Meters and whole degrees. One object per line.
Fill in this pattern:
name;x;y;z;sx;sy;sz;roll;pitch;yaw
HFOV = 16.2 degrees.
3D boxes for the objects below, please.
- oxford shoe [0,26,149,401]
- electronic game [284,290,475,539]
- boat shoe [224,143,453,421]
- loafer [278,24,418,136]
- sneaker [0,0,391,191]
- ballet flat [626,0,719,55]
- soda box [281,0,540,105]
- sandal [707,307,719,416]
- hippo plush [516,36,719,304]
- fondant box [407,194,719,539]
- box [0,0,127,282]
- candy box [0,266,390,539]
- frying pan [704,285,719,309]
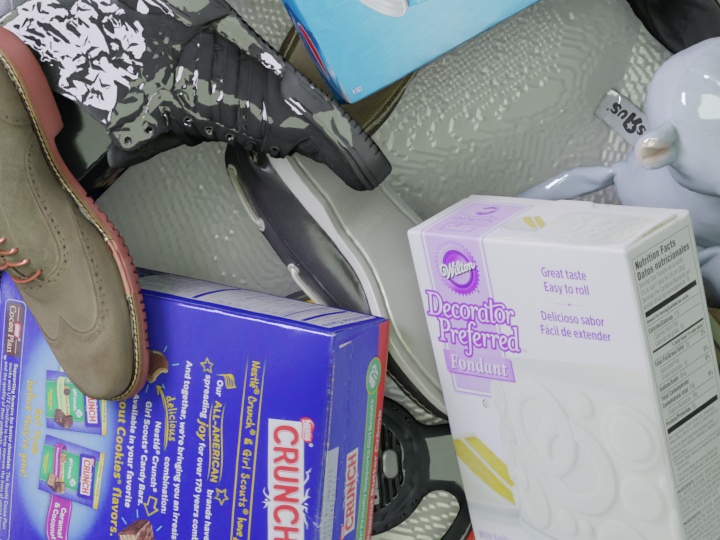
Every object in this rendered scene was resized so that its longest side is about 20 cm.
oxford shoe;-0.172;-0.018;1.253;0.070;0.075;0.200;-21;98;40
electronic game;-0.001;0.106;1.379;0.200;0.042;0.200;0;89;3
boat shoe;0.000;0.000;1.341;0.200;0.060;0.074;52;48;-8
loafer;0.012;-0.144;1.365;0.076;0.067;0.200;33;92;3
sneaker;-0.088;-0.083;1.274;0.200;0.060;0.104;43;90;5
ballet flat;0.148;-0.195;1.375;0.066;0.057;0.200;-33;82;25
soda box;0.062;-0.161;1.300;0.200;0.064;0.068;-29;95;-4
sandal;0.177;0.049;1.285;0.057;0.080;0.201;-29;85;-39
hippo plush;0.204;-0.071;1.290;0.200;0.161;0.159;36;71;19
fondant box;0.111;0.066;1.274;0.144;0.058;0.200;6;115;44
box;-0.174;-0.097;1.357;0.122;0.106;0.200;45;92;2
candy box;-0.092;0.091;1.324;0.200;0.077;0.169;12;103;25
frying pan;0.195;0.058;1.373;0.115;0.031;0.190;30;96;5
